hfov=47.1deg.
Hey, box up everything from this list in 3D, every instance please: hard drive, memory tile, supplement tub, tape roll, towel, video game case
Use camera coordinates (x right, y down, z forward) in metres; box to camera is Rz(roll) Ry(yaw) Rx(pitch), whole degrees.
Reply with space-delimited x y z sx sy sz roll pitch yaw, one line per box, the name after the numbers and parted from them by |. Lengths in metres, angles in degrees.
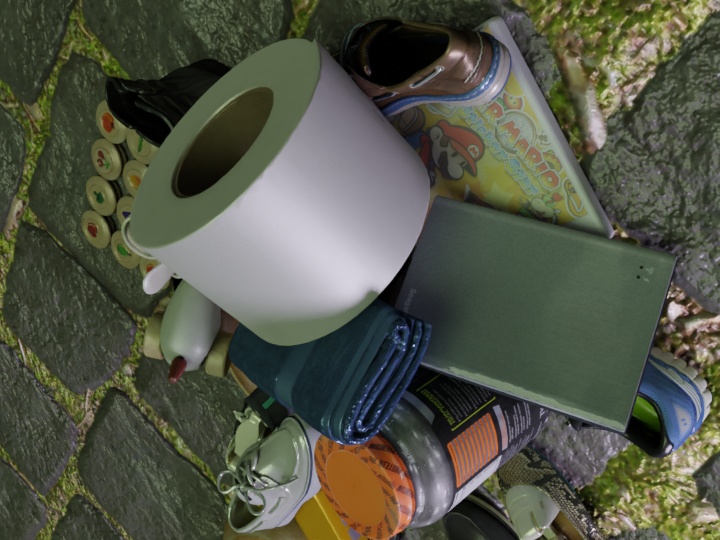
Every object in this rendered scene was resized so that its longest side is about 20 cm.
0.130 0.030 0.655 0.199 0.033 0.140 16 78 23 | hard drive
-0.260 -0.084 0.956 0.153 0.017 0.201 33 125 17 | memory tile
0.063 0.134 0.709 0.122 0.199 0.123 24 127 38 | supplement tub
-0.064 -0.060 0.655 0.202 0.204 0.139 -16 134 38 | tape roll
-0.032 0.063 0.676 0.048 0.112 0.200 35 172 -36 | towel
0.092 -0.083 0.714 0.181 0.023 0.201 -26 95 39 | video game case

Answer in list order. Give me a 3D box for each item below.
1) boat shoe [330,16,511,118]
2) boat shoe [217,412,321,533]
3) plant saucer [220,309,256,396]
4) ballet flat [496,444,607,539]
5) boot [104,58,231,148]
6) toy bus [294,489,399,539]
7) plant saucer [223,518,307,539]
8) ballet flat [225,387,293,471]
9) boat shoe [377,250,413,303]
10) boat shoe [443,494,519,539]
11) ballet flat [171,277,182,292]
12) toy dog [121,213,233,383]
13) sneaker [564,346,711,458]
0.022 -0.169 0.664 0.199 0.072 0.073 2 79 45 | boat shoe
-0.100 0.212 0.835 0.075 0.086 0.202 62 145 26 | boat shoe
-0.069 0.077 0.887 0.199 0.035 0.202 15 118 29 | plant saucer
0.187 0.250 0.768 0.200 0.075 0.068 51 130 4 | ballet flat
-0.131 -0.135 0.767 0.199 0.131 0.070 23 122 26 | boot
-0.019 0.279 0.919 0.065 0.078 0.201 -26 95 39 | toy bus
-0.105 0.388 1.046 0.199 0.035 0.202 14 119 28 | plant saucer
-0.117 0.186 0.906 0.073 0.073 0.201 39 139 13 | ballet flat
0.000 0.000 0.752 0.065 0.072 0.201 28 124 18 | boat shoe
0.144 0.322 0.841 0.073 0.063 0.202 -30 92 41 | boat shoe
-0.201 -0.012 0.903 0.067 0.046 0.201 23 128 46 | ballet flat
-0.175 0.033 0.844 0.131 0.096 0.201 -6 114 5 | toy dog
0.185 0.075 0.676 0.199 0.089 0.079 36 136 17 | sneaker
